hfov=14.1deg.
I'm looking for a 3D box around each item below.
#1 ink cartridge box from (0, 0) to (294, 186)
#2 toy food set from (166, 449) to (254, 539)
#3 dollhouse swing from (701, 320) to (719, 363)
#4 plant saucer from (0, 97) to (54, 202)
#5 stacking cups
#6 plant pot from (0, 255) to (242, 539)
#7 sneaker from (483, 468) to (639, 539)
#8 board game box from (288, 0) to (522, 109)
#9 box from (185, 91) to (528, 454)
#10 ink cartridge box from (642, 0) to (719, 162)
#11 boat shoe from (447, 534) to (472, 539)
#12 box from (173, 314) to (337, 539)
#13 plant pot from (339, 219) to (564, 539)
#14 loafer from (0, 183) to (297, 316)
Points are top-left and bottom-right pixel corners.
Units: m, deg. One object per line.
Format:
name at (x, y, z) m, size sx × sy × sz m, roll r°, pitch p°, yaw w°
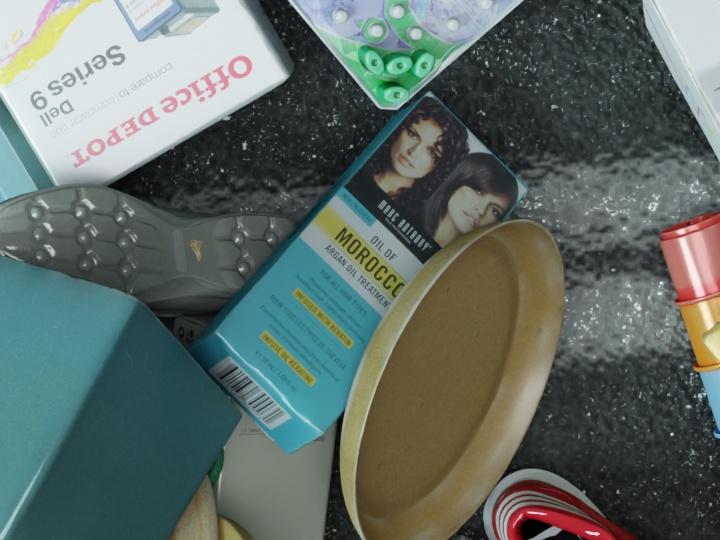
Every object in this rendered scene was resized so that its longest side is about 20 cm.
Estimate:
ink cartridge box at (-0.146, -0.157, 1.596) m, size 0.145 × 0.088 × 0.200 m, roll -29°, pitch 99°, yaw 4°
toy food set at (-0.137, 0.170, 1.593) m, size 0.049 × 0.198 × 0.200 m, roll 21°, pitch 125°, yaw -40°
dollhouse swing at (0.333, 0.026, 1.590) m, size 0.200 × 0.176 × 0.182 m, roll -45°, pitch 75°, yaw 20°
plant saucer at (-0.187, -0.040, 1.628) m, size 0.019 × 0.070 × 0.200 m, roll -35°, pitch 98°, yaw -30°
stacking cups at (0.222, 0.065, 1.638) m, size 0.060 × 0.061 × 0.200 m, roll -17°, pitch 96°, yaw 3°
plant pot at (-0.185, 0.113, 1.493) m, size 0.141 × 0.141 × 0.200 m, roll 15°, pitch 68°, yaw 30°
sneaker at (0.156, 0.191, 1.626) m, size 0.200 × 0.116 × 0.078 m, roll 29°, pitch 97°, yaw -3°
board game box at (0.028, -0.220, 1.539) m, size 0.200 × 0.026 × 0.200 m, roll -41°, pitch 104°, yaw -2°
box at (0.000, 0.000, 1.582) m, size 0.082 × 0.049 × 0.200 m, roll 44°, pitch 61°, yaw -7°
ink cartridge box at (0.231, -0.120, 1.529) m, size 0.129 × 0.200 × 0.125 m, roll -28°, pitch 84°, yaw 4°
boat shoe at (0.009, 0.241, 1.658) m, size 0.201 × 0.070 × 0.072 m, roll -44°, pitch 92°, yaw 4°
box at (-0.066, 0.127, 1.629) m, size 0.082 × 0.068 × 0.200 m, roll 3°, pitch 99°, yaw -37°
plant pot at (0.046, 0.061, 1.585) m, size 0.027 × 0.200 × 0.200 m, roll 24°, pitch 99°, yaw 27°
loafer at (-0.122, -0.005, 1.581) m, size 0.200 × 0.070 × 0.070 m, roll 8°, pitch 70°, yaw -37°
